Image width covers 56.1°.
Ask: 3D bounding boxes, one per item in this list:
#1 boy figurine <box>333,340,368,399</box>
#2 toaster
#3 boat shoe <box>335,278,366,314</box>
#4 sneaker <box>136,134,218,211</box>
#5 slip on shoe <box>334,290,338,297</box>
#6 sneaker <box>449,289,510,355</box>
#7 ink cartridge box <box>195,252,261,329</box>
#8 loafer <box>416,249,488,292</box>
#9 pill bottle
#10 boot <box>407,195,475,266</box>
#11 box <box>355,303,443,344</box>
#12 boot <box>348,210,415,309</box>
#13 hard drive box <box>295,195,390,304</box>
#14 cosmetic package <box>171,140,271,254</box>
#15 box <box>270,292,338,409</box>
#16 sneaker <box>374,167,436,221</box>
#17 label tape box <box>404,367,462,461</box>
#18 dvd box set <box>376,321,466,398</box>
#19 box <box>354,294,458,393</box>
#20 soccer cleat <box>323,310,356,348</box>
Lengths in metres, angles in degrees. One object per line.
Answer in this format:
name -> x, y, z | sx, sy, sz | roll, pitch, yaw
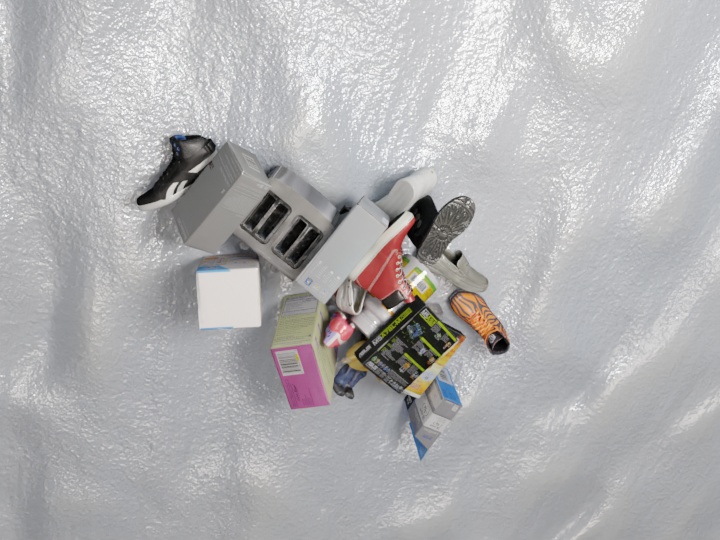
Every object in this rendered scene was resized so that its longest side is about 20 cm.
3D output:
boy figurine -> 0.016, 0.213, 1.607 | 0.124, 0.065, 0.200 | 29, 108, -42
toaster -> -0.151, -0.102, 1.411 | 0.180, 0.119, 0.200 | 38, 108, -10
boat shoe -> 0.000, 0.000, 1.489 | 0.070, 0.069, 0.202 | 0, 104, -37
sneaker -> -0.380, -0.209, 1.366 | 0.199, 0.073, 0.113 | -26, 117, -4
slip on shoe -> -0.063, 0.023, 1.547 | 0.061, 0.074, 0.200 | -37, 123, 16
sneaker -> 0.302, 0.130, 1.642 | 0.199, 0.112, 0.078 | 36, 108, -25
ink cartridge box -> -0.278, 0.038, 1.455 | 0.127, 0.200, 0.127 | -3, 102, -8
loafer -> 0.224, -0.010, 1.574 | 0.199, 0.070, 0.070 | 25, 121, -21
pill bottle -> 0.074, 0.068, 1.537 | 0.200, 0.111, 0.111 | -45, 119, -6
boot -> 0.162, -0.115, 1.431 | 0.065, 0.200, 0.165 | 35, 107, -15
box -> 0.092, 0.155, 1.658 | 0.198, 0.048, 0.160 | 3, 119, -12
boot -> 0.082, -0.015, 1.396 | 0.144, 0.072, 0.200 | 39, 119, 0
hard drive box -> -0.032, -0.046, 1.377 | 0.077, 0.156, 0.200 | 38, 103, -4
cosmetic package -> -0.277, -0.141, 1.336 | 0.200, 0.107, 0.090 | -45, 143, 17
box -> -0.123, 0.179, 1.541 | 0.096, 0.201, 0.177 | -8, 122, 10
sneaker -> 0.091, -0.148, 1.471 | 0.074, 0.115, 0.200 | 54, 139, 3
label tape box -> 0.166, 0.362, 1.731 | 0.063, 0.145, 0.201 | 23, 113, -21
dvd box set -> 0.148, 0.210, 1.640 | 0.146, 0.029, 0.201 | 29, 103, -37
box -> 0.107, 0.172, 1.528 | 0.193, 0.048, 0.200 | -45, 139, 1
soccer cleat -> -0.053, 0.139, 1.548 | 0.076, 0.200, 0.067 | -44, 90, -4
